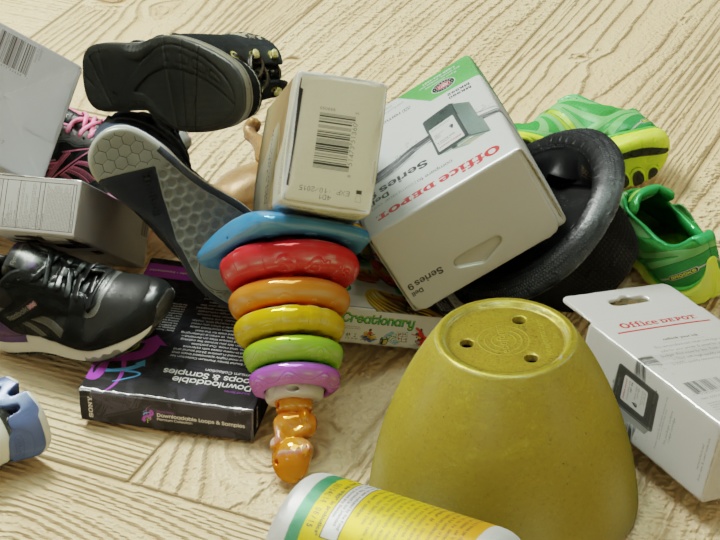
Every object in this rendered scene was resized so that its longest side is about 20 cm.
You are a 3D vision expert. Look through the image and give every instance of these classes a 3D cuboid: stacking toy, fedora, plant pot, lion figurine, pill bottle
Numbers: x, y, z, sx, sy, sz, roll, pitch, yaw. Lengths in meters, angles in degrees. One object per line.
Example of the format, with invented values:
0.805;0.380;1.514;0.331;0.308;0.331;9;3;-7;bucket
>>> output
-0.052;0.063;1.528;0.109;0.116;0.201;10;67;-33;stacking toy
0.164;-0.024;1.678;0.200;0.092;0.201;-38;28;24;fedora
0.103;0.105;1.449;0.198;0.143;0.200;-1;31;1;plant pot
-0.108;-0.075;1.832;0.199;0.073;0.123;-27;46;-13;lion figurine
0.043;0.210;1.312;0.199;0.113;0.113;15;36;24;pill bottle

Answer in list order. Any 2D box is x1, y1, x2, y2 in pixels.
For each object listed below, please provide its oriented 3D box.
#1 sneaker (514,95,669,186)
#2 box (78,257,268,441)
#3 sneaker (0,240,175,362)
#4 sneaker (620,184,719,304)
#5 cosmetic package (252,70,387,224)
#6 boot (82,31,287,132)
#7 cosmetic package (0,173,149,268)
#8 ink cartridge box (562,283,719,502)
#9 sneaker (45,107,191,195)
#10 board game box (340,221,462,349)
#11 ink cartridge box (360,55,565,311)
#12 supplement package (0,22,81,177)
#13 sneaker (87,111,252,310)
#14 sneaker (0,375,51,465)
0.182;-0.113;1.848;0.199;0.074;0.084;-2;38;-19;sneaker
-0.130;0.060;1.633;0.142;0.036;0.200;6;31;10;box
-0.241;0.019;1.598;0.199;0.088;0.076;-5;44;36;sneaker
0.240;-0.044;1.737;0.074;0.084;0.200;-23;38;-31;sneaker
-0.035;-0.088;1.583;0.071;0.106;0.200;8;-6;-9;cosmetic package
-0.110;-0.159;1.628;0.153;0.074;0.203;-11;15;-42;boot
-0.243;-0.039;1.681;0.082;0.051;0.200;7;-6;11;cosmetic package
0.245;0.088;1.524;0.115;0.067;0.200;-6;30;-31;ink cartridge box
-0.241;-0.108;1.792;0.199;0.096;0.079;-14;21;32;sneaker
0.000;0.000;1.688;0.126;0.035;0.200;6;27;-27;board game box
0.069;-0.075;1.662;0.145;0.084;0.200;-31;28;6;ink cartridge box
-0.352;-0.131;1.752;0.200;0.121;0.120;-14;55;53;supplement package
-0.142;-0.052;1.659;0.077;0.202;0.146;-43;14;1;sneaker
-0.343;0.108;1.523;0.199;0.081;0.115;22;37;30;sneaker
